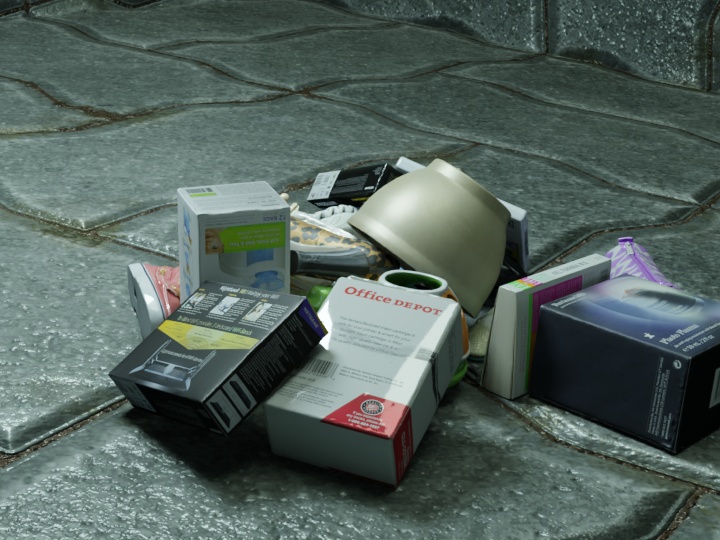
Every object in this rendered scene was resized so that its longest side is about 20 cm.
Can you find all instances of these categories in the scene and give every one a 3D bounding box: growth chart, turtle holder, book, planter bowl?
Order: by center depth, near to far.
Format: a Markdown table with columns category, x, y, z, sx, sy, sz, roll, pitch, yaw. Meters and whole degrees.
| category | x | y | z | sx | sy | sz | roll | pitch | yaw |
| --- | --- | --- | --- | --- | --- | --- | --- | --- | --- |
| turtle holder | 0.040 | 0.067 | 1.597 | 0.141 | 0.132 | 0.185 | -15 | 28 | -43 |
| book | 0.231 | 0.063 | 1.656 | 0.048 | 0.134 | 0.200 | 21 | 25 | 38 |
| planter bowl | 0.102 | -0.052 | 1.701 | 0.200 | 0.135 | 0.200 | 38 | -1 | 1 |
| growth chart | -0.081 | -0.018 | 1.724 | 0.200 | 0.018 | 0.145 | 30 | 62 | 37 |

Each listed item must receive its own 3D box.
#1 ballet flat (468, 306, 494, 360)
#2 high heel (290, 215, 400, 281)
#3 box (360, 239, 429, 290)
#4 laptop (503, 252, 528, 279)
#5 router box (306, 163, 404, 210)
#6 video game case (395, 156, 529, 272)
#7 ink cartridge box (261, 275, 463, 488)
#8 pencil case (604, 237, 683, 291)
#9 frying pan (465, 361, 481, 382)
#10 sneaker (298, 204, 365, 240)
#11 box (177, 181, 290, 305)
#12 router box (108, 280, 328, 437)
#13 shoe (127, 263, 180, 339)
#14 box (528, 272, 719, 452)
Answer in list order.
| category | x | y | z | sx | sy | sz | roll | pitch | yaw |
| --- | --- | --- | --- | --- | --- | --- | --- | --- | --- |
| ballet flat | 0.196 | 0.062 | 1.758 | 0.067 | 0.062 | 0.200 | 21 | 25 | 37 |
| high heel | -0.046 | -0.025 | 1.689 | 0.143 | 0.071 | 0.200 | 4 | 15 | -25 |
| box | 0.000 | 0.000 | 1.812 | 0.200 | 0.040 | 0.137 | 6 | 23 | -45 |
| laptop | 0.147 | 0.000 | 1.871 | 0.200 | 0.103 | 0.177 | -10 | -21 | 23 |
| router box | 0.034 | -0.092 | 1.971 | 0.149 | 0.051 | 0.200 | 30 | -15 | -26 |
| video game case | 0.149 | -0.077 | 1.971 | 0.200 | 0.022 | 0.182 | 25 | -19 | 18 |
| ink cartridge box | 0.008 | 0.111 | 1.429 | 0.144 | 0.084 | 0.200 | 13 | 46 | 20 |
| pencil case | 0.391 | 0.023 | 1.886 | 0.084 | 0.086 | 0.200 | 1 | 21 | -8 |
| frying pan | 0.097 | 0.080 | 1.710 | 0.190 | 0.031 | 0.115 | 26 | 41 | 27 |
| sneaker | -0.057 | -0.043 | 1.893 | 0.200 | 0.075 | 0.081 | -1 | 43 | -31 |
| box | -0.148 | 0.008 | 1.600 | 0.112 | 0.200 | 0.101 | -6 | 23 | -20 |
| router box | -0.151 | 0.087 | 1.434 | 0.157 | 0.052 | 0.200 | -45 | 29 | -24 |
| shoe | -0.234 | 0.032 | 1.708 | 0.091 | 0.072 | 0.200 | -6 | 17 | -14 |
| box | 0.336 | 0.099 | 1.604 | 0.198 | 0.123 | 0.200 | 19 | 23 | 36 |
